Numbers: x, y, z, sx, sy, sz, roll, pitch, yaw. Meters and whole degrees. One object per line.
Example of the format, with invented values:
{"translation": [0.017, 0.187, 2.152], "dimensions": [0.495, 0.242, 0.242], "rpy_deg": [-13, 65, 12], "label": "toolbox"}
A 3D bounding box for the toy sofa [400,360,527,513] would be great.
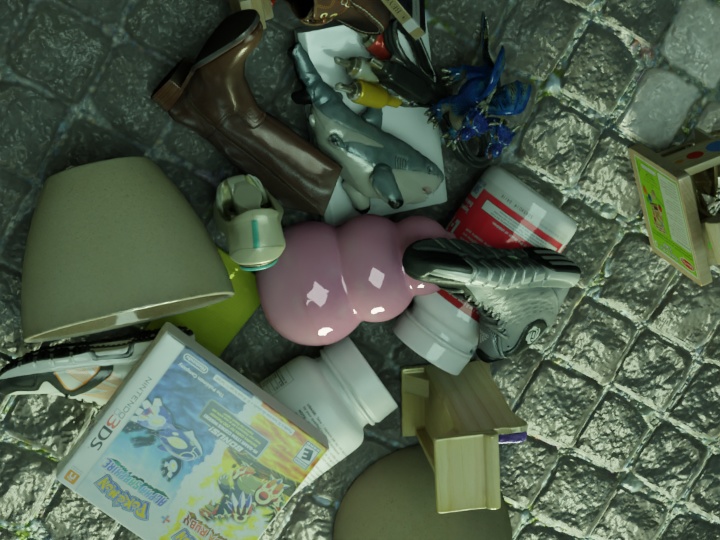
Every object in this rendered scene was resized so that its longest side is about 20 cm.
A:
{"translation": [0.105, 0.166, 1.691], "dimensions": [0.097, 0.200, 0.083], "rpy_deg": [-5, 109, -9], "label": "toy sofa"}

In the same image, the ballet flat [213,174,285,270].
{"translation": [-0.106, -0.058, 1.555], "dimensions": [0.069, 0.200, 0.070], "rpy_deg": [-3, 106, -12], "label": "ballet flat"}

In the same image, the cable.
{"translation": [0.060, -0.177, 1.630], "dimensions": [0.200, 0.050, 0.098], "rpy_deg": [31, 68, -37], "label": "cable"}

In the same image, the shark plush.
{"translation": [-0.006, -0.138, 1.622], "dimensions": [0.200, 0.091, 0.083], "rpy_deg": [46, 72, -3], "label": "shark plush"}

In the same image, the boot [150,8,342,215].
{"translation": [-0.079, -0.141, 1.554], "dimensions": [0.200, 0.186, 0.064], "rpy_deg": [41, 58, -16], "label": "boot"}

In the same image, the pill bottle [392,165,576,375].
{"translation": [0.123, 0.002, 1.687], "dimensions": [0.112, 0.112, 0.200], "rpy_deg": [32, 97, -23], "label": "pill bottle"}

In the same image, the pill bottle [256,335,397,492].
{"translation": [-0.068, 0.160, 1.686], "dimensions": [0.200, 0.113, 0.114], "rpy_deg": [-36, 114, -1], "label": "pill bottle"}

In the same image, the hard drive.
{"translation": [0.012, -0.153, 1.650], "dimensions": [0.131, 0.026, 0.201], "rpy_deg": [-12, 111, -12], "label": "hard drive"}

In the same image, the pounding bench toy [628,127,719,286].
{"translation": [0.396, -0.073, 1.692], "dimensions": [0.155, 0.200, 0.125], "rpy_deg": [-21, 112, -8], "label": "pounding bench toy"}

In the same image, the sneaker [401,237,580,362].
{"translation": [0.118, 0.036, 1.587], "dimensions": [0.199, 0.075, 0.116], "rpy_deg": [5, 113, -31], "label": "sneaker"}

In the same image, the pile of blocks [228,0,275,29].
{"translation": [-0.106, -0.319, 1.528], "dimensions": [0.062, 0.082, 0.201], "rpy_deg": [-20, 112, -10], "label": "pile of blocks"}

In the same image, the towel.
{"translation": [-0.181, 0.071, 1.678], "dimensions": [0.086, 0.018, 0.200], "rpy_deg": [36, 95, -27], "label": "towel"}

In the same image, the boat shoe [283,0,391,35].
{"translation": [-0.047, -0.261, 1.508], "dimensions": [0.200, 0.070, 0.071], "rpy_deg": [30, 68, -41], "label": "boat shoe"}

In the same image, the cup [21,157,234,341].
{"translation": [-0.230, -0.025, 1.543], "dimensions": [0.199, 0.200, 0.144], "rpy_deg": [-12, 87, -12], "label": "cup"}

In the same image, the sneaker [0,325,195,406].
{"translation": [-0.258, 0.109, 1.621], "dimensions": [0.199, 0.074, 0.081], "rpy_deg": [-7, 101, -2], "label": "sneaker"}

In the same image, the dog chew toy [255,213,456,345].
{"translation": [0.000, 0.000, 1.628], "dimensions": [0.199, 0.125, 0.125], "rpy_deg": [-15, 113, 9], "label": "dog chew toy"}

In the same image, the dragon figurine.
{"translation": [0.126, -0.175, 1.589], "dimensions": [0.059, 0.099, 0.200], "rpy_deg": [50, 48, -26], "label": "dragon figurine"}

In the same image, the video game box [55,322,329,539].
{"translation": [-0.162, 0.181, 1.596], "dimensions": [0.200, 0.047, 0.183], "rpy_deg": [36, 98, -11], "label": "video game box"}

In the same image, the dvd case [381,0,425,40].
{"translation": [-0.007, -0.317, 1.524], "dimensions": [0.016, 0.149, 0.200], "rpy_deg": [-35, 115, 20], "label": "dvd case"}

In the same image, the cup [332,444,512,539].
{"translation": [0.084, 0.306, 1.764], "dimensions": [0.199, 0.143, 0.201], "rpy_deg": [-5, 109, -15], "label": "cup"}
